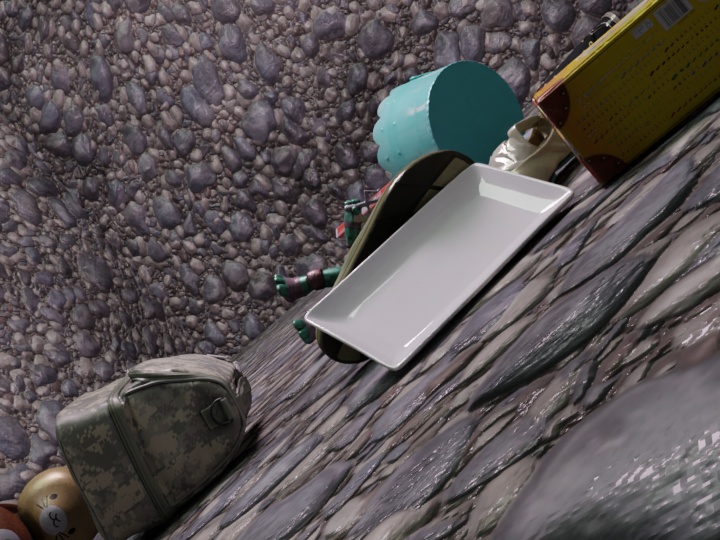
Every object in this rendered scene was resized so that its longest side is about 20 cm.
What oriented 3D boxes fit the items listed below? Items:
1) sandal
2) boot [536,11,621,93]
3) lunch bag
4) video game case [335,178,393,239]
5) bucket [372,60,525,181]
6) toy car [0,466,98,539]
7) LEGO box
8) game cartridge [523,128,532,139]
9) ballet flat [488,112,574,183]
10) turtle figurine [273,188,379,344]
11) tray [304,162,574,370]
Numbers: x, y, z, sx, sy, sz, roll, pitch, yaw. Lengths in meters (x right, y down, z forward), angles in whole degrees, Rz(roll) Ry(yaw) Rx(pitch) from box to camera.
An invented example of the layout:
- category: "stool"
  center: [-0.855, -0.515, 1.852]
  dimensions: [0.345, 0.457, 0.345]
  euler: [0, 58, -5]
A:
- category: "sandal"
  center: [0.024, -0.017, 0.746]
  dimensions: [0.202, 0.079, 0.057]
  euler: [-53, 19, 6]
- category: "boot"
  center: [0.382, -0.349, 1.528]
  dimensions: [0.154, 0.074, 0.204]
  euler: [-43, -4, 1]
- category: "lunch bag"
  center: [-0.188, 0.155, 0.884]
  dimensions: [0.166, 0.141, 0.200]
  euler: [-24, 2, -6]
- category: "video game case"
  center: [0.071, -0.078, 1.185]
  dimensions: [0.141, 0.018, 0.200]
  euler: [4, -21, -26]
- category: "bucket"
  center: [0.136, -0.202, 1.318]
  dimensions: [0.207, 0.208, 0.134]
  euler: [-42, 13, -29]
- category: "toy car"
  center: [-0.330, 0.264, 0.951]
  dimensions: [0.199, 0.166, 0.158]
  euler: [-28, 1, -9]
- category: "LEGO box"
  center: [0.226, -0.162, 0.657]
  dimensions: [0.200, 0.077, 0.149]
  euler: [-40, 3, 15]
- category: "game cartridge"
  center: [0.264, -0.194, 1.092]
  dimensions: [0.133, 0.042, 0.200]
  euler: [-37, 2, -9]
- category: "ballet flat"
  center: [0.152, -0.099, 0.819]
  dimensions: [0.069, 0.070, 0.200]
  euler: [-38, 4, 42]
- category: "turtle figurine"
  center: [0.000, 0.000, 1.082]
  dimensions: [0.199, 0.101, 0.150]
  euler: [-32, 44, 5]
- category: "tray"
  center: [0.061, -0.005, 0.661]
  dimensions: [0.200, 0.022, 0.107]
  euler: [-42, 38, -21]
